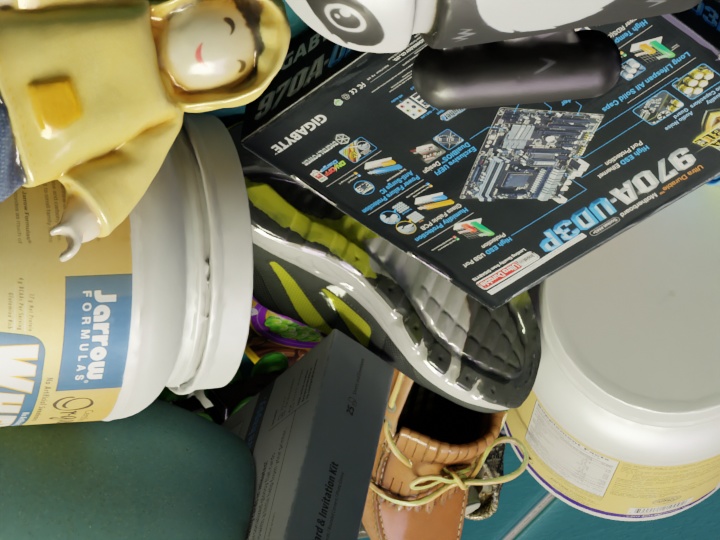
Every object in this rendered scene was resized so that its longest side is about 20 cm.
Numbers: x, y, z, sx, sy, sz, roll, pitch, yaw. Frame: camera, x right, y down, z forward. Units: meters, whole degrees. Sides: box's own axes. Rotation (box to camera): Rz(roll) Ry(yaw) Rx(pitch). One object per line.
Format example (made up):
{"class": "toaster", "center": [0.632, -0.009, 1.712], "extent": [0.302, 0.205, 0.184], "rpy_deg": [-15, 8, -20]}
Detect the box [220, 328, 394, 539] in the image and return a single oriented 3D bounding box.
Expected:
{"class": "box", "center": [-0.070, 0.138, 1.252], "extent": [0.041, 0.156, 0.200], "rpy_deg": [34, 131, -18]}

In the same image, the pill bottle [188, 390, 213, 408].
{"class": "pill bottle", "center": [-0.165, 0.106, 1.403], "extent": [0.199, 0.110, 0.109], "rpy_deg": [-17, 165, -40]}

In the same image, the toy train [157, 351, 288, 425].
{"class": "toy train", "center": [-0.050, 0.076, 1.386], "extent": [0.199, 0.042, 0.057], "rpy_deg": [-15, 131, -28]}

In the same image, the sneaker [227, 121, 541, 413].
{"class": "sneaker", "center": [0.000, 0.000, 1.275], "extent": [0.200, 0.075, 0.085], "rpy_deg": [38, 153, -14]}

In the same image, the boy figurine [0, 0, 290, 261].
{"class": "boy figurine", "center": [-0.117, -0.068, 1.064], "extent": [0.199, 0.125, 0.064], "rpy_deg": [-16, -172, -21]}

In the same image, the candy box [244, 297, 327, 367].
{"class": "candy box", "center": [-0.019, 0.019, 1.416], "extent": [0.102, 0.027, 0.200], "rpy_deg": [-19, 156, 8]}

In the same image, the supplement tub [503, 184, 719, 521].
{"class": "supplement tub", "center": [0.147, 0.040, 1.368], "extent": [0.145, 0.146, 0.200], "rpy_deg": [-10, 162, -4]}

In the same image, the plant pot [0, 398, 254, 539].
{"class": "plant pot", "center": [-0.162, 0.128, 1.223], "extent": [0.135, 0.201, 0.200], "rpy_deg": [34, 138, -19]}

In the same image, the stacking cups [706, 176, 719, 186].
{"class": "stacking cups", "center": [0.151, -0.069, 1.269], "extent": [0.199, 0.061, 0.061], "rpy_deg": [3, 153, -19]}

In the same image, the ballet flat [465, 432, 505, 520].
{"class": "ballet flat", "center": [0.041, 0.109, 1.585], "extent": [0.068, 0.076, 0.200], "rpy_deg": [-19, 155, 18]}

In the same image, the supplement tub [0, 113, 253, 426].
{"class": "supplement tub", "center": [-0.159, -0.005, 1.147], "extent": [0.199, 0.145, 0.145], "rpy_deg": [-3, 155, -19]}

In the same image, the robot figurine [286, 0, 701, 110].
{"class": "robot figurine", "center": [0.059, -0.145, 0.954], "extent": [0.199, 0.151, 0.125], "rpy_deg": [-9, 169, -7]}

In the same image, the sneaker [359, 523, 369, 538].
{"class": "sneaker", "center": [-0.032, 0.106, 1.518], "extent": [0.200, 0.076, 0.115], "rpy_deg": [6, -178, 29]}

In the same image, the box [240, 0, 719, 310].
{"class": "box", "center": [0.070, -0.075, 1.152], "extent": [0.159, 0.046, 0.200], "rpy_deg": [32, 135, -28]}

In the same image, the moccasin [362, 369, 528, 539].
{"class": "moccasin", "center": [0.041, 0.077, 1.366], "extent": [0.073, 0.078, 0.202], "rpy_deg": [-10, 125, -31]}
